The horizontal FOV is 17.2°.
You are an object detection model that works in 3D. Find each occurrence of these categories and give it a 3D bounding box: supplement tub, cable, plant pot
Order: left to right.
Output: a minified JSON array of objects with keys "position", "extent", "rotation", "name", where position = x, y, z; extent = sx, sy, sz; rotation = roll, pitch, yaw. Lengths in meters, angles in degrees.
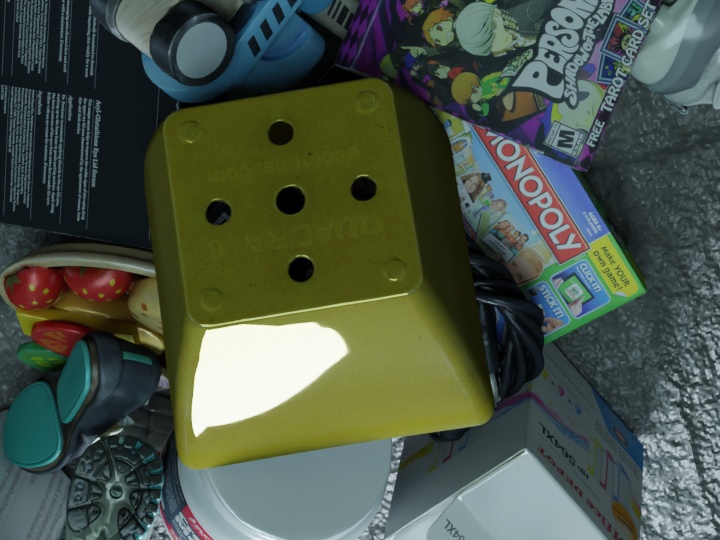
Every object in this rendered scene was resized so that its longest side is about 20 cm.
[{"position":[-0.059,0.132,1.585],"extent":[0.140,0.200,0.141],"rotation":[3,77,-11],"name":"supplement tub"},{"position":[-0.033,-0.013,1.421],"extent":[0.200,0.176,0.200],"rotation":[-9,70,1],"name":"plant pot"},{"position":[0.025,0.024,1.568],"extent":[0.200,0.051,0.163],"rotation":[44,133,-9],"name":"cable"}]

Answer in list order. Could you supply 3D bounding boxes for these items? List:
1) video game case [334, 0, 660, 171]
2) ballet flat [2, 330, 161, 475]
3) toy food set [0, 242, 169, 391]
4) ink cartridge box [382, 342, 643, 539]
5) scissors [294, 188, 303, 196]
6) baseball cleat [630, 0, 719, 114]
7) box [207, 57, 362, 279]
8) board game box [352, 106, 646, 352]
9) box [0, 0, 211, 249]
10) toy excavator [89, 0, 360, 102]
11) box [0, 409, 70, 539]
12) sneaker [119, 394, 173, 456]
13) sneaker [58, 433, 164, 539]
[{"position":[0.102,-0.185,1.487],"extent":[0.181,0.036,0.200],"rotation":[22,94,-23],"name":"video game case"},{"position":[-0.187,0.095,1.636],"extent":[0.073,0.073,0.200],"rotation":[34,148,-10],"name":"ballet flat"},{"position":[-0.152,0.038,1.630],"extent":[0.200,0.049,0.198],"rotation":[10,159,4],"name":"toy food set"},{"position":[0.108,0.160,1.626],"extent":[0.125,0.200,0.129],"rotation":[-36,107,21],"name":"ink cartridge box"},{"position":[0.000,0.000,1.615],"extent":[0.073,0.014,0.200],"rotation":[-29,106,16],"name":"scissors"},{"position":[0.261,-0.180,1.526],"extent":[0.106,0.070,0.200],"rotation":[37,123,-19],"name":"baseball cleat"},{"position":[0.007,-0.029,1.633],"extent":[0.193,0.048,0.200],"rotation":[39,113,-13],"name":"box"},{"position":[0.084,-0.038,1.577],"extent":[0.134,0.029,0.200],"rotation":[-28,111,15],"name":"board game box"},{"position":[-0.173,-0.126,1.571],"extent":[0.141,0.079,0.200],"rotation":[11,110,14],"name":"box"},{"position":[-0.040,-0.170,1.493],"extent":[0.195,0.100,0.200],"rotation":[-53,136,-2],"name":"toy excavator"},{"position":[-0.298,0.250,1.720],"extent":[0.200,0.199,0.171],"rotation":[-31,109,21],"name":"box"},{"position":[-0.126,0.154,1.725],"extent":[0.200,0.077,0.082],"rotation":[19,127,1],"name":"sneaker"},{"position":[-0.177,0.207,1.605],"extent":[0.077,0.086,0.200],"rotation":[22,90,1],"name":"sneaker"}]
